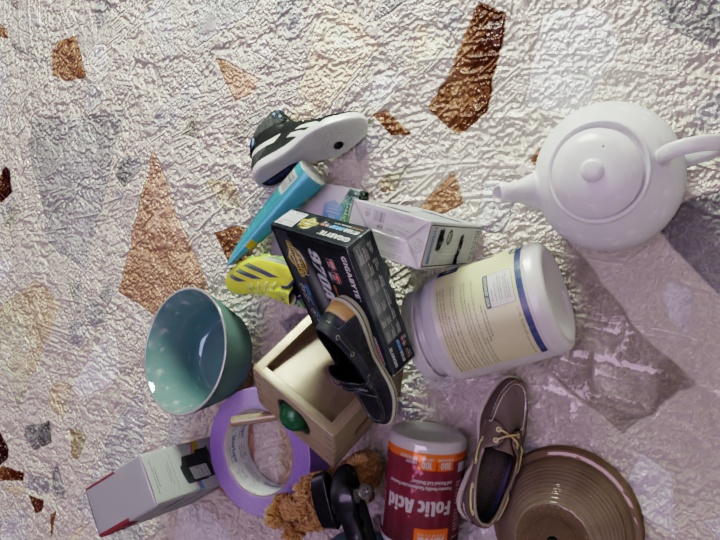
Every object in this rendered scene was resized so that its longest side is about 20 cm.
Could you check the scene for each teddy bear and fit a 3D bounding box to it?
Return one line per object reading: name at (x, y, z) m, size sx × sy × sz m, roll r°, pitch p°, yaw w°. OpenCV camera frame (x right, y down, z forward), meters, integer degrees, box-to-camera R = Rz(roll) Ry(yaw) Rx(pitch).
teddy bear at (-0.050, 0.345, 1.083) m, size 0.196 × 0.067 × 0.147 m, roll -18°, pitch 124°, yaw -2°

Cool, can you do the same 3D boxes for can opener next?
can opener at (-0.003, 0.369, 1.012) m, size 0.078 × 0.063 × 0.203 m, roll -23°, pitch 87°, yaw 37°

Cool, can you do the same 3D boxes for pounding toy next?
pounding toy at (-0.069, 0.178, 1.064) m, size 0.183 × 0.200 × 0.143 m, roll 35°, pitch 149°, yaw 23°

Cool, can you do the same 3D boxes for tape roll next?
tape roll at (-0.148, 0.287, 1.177) m, size 0.197 × 0.065 × 0.205 m, roll 1°, pitch 92°, yaw 29°

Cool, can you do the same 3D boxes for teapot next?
teapot at (0.299, -0.117, 0.882) m, size 0.197 × 0.145 × 0.202 m, roll 38°, pitch 107°, yaw 22°

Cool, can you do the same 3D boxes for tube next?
tube at (-0.140, -0.084, 1.128) m, size 0.050 × 0.078 × 0.200 m, roll 44°, pitch 110°, yaw -7°

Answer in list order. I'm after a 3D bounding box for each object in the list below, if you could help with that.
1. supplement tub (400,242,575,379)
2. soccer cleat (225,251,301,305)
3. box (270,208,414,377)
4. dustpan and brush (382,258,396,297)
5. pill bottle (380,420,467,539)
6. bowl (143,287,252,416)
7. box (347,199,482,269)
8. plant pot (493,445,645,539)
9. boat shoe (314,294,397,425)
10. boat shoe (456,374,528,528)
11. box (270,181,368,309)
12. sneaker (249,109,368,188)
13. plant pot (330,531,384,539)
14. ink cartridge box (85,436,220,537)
supplement tub at (0.166, 0.060, 0.957) m, size 0.197 × 0.144 × 0.148 m, roll -19°, pitch 82°, yaw 27°
soccer cleat at (-0.130, 0.016, 1.117) m, size 0.197 × 0.065 × 0.085 m, roll -13°, pitch 66°, yaw 26°
box at (-0.023, 0.026, 0.936) m, size 0.158 × 0.046 × 0.203 m, roll 19°, pitch 138°, yaw 46°
dustpan and brush at (0.000, 0.000, 1.037) m, size 0.200 × 0.057 × 0.141 m, roll 45°, pitch 148°, yaw 35°
pill bottle at (0.086, 0.326, 1.023) m, size 0.112 × 0.114 × 0.205 m, roll 7°, pitch 94°, yaw 28°
bowl at (-0.253, 0.137, 1.195) m, size 0.198 × 0.104 × 0.205 m, roll -10°, pitch 73°, yaw 35°
box at (0.076, -0.048, 0.973) m, size 0.115 × 0.199 × 0.061 m, roll 18°, pitch 100°, yaw 24°
plant pot at (0.259, 0.338, 0.944) m, size 0.197 × 0.092 × 0.205 m, roll 1°, pitch 92°, yaw 29°
boat shoe at (-0.007, 0.125, 0.914) m, size 0.074 × 0.062 × 0.202 m, roll 17°, pitch 138°, yaw 43°
boat shoe at (0.184, 0.240, 0.969) m, size 0.071 × 0.059 × 0.203 m, roll 22°, pitch 83°, yaw -9°
box at (-0.074, -0.040, 1.146) m, size 0.142 × 0.036 × 0.204 m, roll 16°, pitch 100°, yaw 27°
sneaker at (-0.090, -0.221, 1.132) m, size 0.197 × 0.073 × 0.113 m, roll -25°, pitch 55°, yaw 9°
plant pot at (-0.018, 0.505, 1.073) m, size 0.197 × 0.134 × 0.205 m, roll 1°, pitch 91°, yaw 29°
ink cartridge box at (-0.321, 0.349, 1.197) m, size 0.145 × 0.199 × 0.084 m, roll -33°, pitch 74°, yaw 24°
